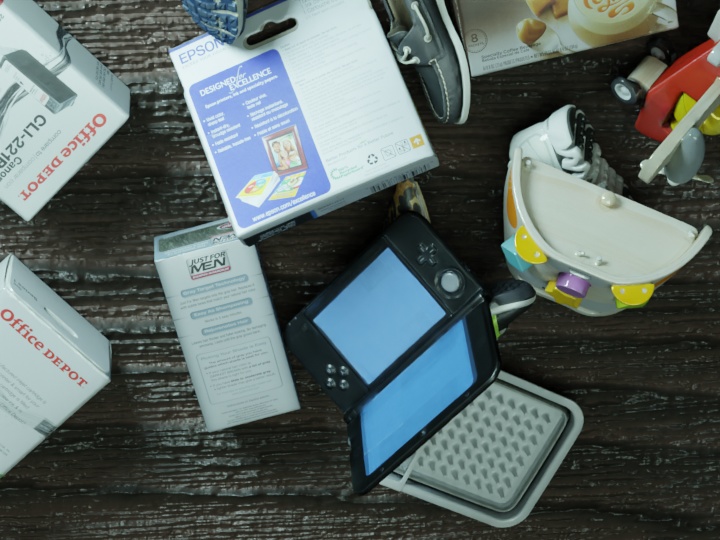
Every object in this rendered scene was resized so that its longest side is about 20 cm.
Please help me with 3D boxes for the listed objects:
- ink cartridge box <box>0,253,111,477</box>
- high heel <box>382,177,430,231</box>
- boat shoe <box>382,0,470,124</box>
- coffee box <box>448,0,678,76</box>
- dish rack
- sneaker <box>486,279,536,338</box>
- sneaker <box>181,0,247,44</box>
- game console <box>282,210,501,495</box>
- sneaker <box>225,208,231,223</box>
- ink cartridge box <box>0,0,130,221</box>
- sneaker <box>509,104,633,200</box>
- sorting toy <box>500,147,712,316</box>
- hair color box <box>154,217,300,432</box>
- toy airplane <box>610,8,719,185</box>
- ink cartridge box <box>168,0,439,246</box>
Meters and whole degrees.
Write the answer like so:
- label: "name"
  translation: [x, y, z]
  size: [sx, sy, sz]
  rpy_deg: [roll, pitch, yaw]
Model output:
- label: "ink cartridge box"
  translation: [-0.362, 0.105, 1.599]
  size: [0.200, 0.084, 0.146]
  rpy_deg: [-40, 114, 12]
- label: "high heel"
  translation: [0.000, 0.000, 1.599]
  size: [0.141, 0.072, 0.201]
  rpy_deg: [-9, 125, -10]
- label: "boat shoe"
  translation: [0.051, -0.225, 1.488]
  size: [0.060, 0.074, 0.201]
  rpy_deg: [-21, 111, -21]
- label: "coffee box"
  translation: [0.182, -0.264, 1.494]
  size: [0.198, 0.080, 0.115]
  rpy_deg: [-13, 117, -1]
- label: "dish rack"
  translation: [0.117, 0.172, 1.714]
  size: [0.199, 0.044, 0.172]
  rpy_deg: [23, 110, -17]
- label: "sneaker"
  translation: [0.102, 0.083, 1.607]
  size: [0.199, 0.072, 0.083]
  rpy_deg: [-33, 94, 24]
- label: "sneaker"
  translation: [-0.112, -0.292, 1.442]
  size: [0.085, 0.077, 0.201]
  rpy_deg: [-38, 148, -33]
- label: "game console"
  translation: [0.024, 0.076, 1.529]
  size: [0.200, 0.116, 0.176]
  rpy_deg: [-43, 86, 24]
- label: "sneaker"
  translation: [-0.050, -0.114, 1.553]
  size: [0.199, 0.077, 0.085]
  rpy_deg: [-32, 96, 3]
- label: "ink cartridge box"
  translation: [-0.327, -0.166, 1.475]
  size: [0.144, 0.084, 0.200]
  rpy_deg: [-43, 113, 12]
- label: "sneaker"
  translation: [0.216, -0.073, 1.604]
  size: [0.081, 0.075, 0.201]
  rpy_deg: [-18, 123, 27]
- label: "sorting toy"
  translation: [0.211, -0.007, 1.574]
  size: [0.199, 0.180, 0.107]
  rpy_deg: [23, 70, 3]
- label: "hair color box"
  translation: [-0.132, 0.053, 1.617]
  size: [0.098, 0.061, 0.201]
  rpy_deg: [-14, 117, -1]
- label: "toy airplane"
  translation: [0.336, -0.165, 1.485]
  size: [0.200, 0.199, 0.141]
  rpy_deg: [-39, 97, 20]
- label: "ink cartridge box"
  translation: [-0.054, -0.151, 1.502]
  size: [0.196, 0.047, 0.201]
  rpy_deg: [-23, 72, 4]
